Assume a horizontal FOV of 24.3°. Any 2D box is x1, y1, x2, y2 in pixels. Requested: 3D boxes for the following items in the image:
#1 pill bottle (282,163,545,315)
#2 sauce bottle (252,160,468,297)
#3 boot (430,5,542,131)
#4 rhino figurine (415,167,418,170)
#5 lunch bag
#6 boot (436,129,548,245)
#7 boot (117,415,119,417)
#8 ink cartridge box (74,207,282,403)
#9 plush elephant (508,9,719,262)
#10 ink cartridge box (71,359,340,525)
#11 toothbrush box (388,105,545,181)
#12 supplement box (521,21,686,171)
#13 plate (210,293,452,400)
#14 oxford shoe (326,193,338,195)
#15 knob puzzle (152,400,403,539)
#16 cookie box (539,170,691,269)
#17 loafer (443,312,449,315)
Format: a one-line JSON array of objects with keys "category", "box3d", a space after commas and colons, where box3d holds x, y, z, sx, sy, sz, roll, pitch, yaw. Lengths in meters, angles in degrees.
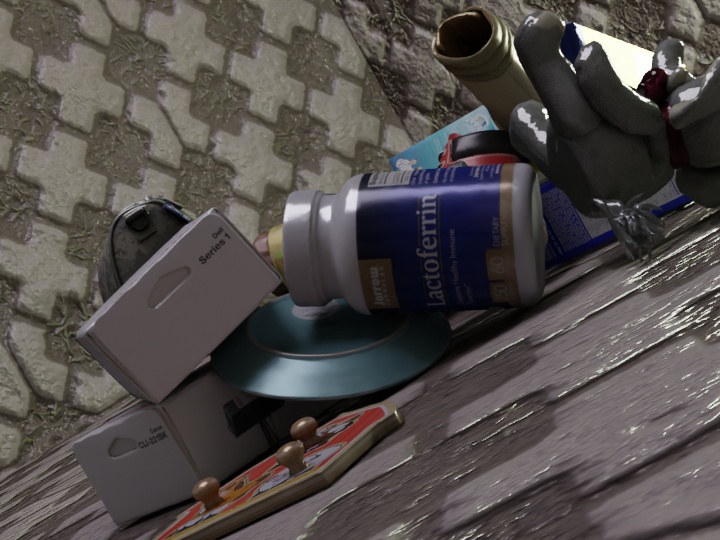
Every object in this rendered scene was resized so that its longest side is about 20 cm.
[{"category": "pill bottle", "box3d": [0.044, -0.023, 1.337, 0.199, 0.116, 0.116, -4, 8, 12]}, {"category": "sauce bottle", "box3d": [0.005, -0.038, 1.433, 0.200, 0.066, 0.066, -24, 4, 20]}, {"category": "boot", "box3d": [0.125, -0.179, 1.527, 0.073, 0.155, 0.200, -47, 24, 6]}, {"category": "rhino figurine", "box3d": [0.086, -0.046, 1.606, 0.088, 0.060, 0.200, -51, 40, -11]}, {"category": "lunch bag", "box3d": [-0.200, 0.017, 1.710, 0.139, 0.168, 0.200, -33, 1, -14]}, {"category": "boot", "box3d": [0.060, -0.047, 1.500, 0.200, 0.145, 0.072, -23, -40, 12]}, {"category": "boot", "box3d": [-0.173, 0.143, 1.703, 0.168, 0.077, 0.200, -26, 8, -7]}, {"category": "ink cartridge box", "box3d": [-0.156, 0.032, 1.386, 0.145, 0.084, 0.200, -45, 7, -11]}, {"category": "plush elephant", "box3d": [0.221, -0.115, 1.267, 0.155, 0.200, 0.165, -26, -32, -11]}, {"category": "ink cartridge box", "box3d": [-0.124, 0.124, 1.423, 0.144, 0.084, 0.200, -26, 3, 46]}, {"category": "toothbrush box", "box3d": [0.156, -0.111, 1.844, 0.200, 0.085, 0.146, -29, -33, 15]}, {"category": "supplement box", "box3d": [0.244, -0.159, 1.689, 0.200, 0.109, 0.109, 11, -29, -44]}, {"category": "plate", "box3d": [-0.025, 0.050, 1.366, 0.199, 0.026, 0.200, -6, 24, 3]}, {"category": "oxford shoe", "box3d": [0.000, 0.000, 1.604, 0.071, 0.071, 0.200, 9, 24, -18]}, {"category": "knob puzzle", "box3d": [-0.056, 0.130, 1.153, 0.219, 0.031, 0.220, -30, 2, 1]}, {"category": "cookie box", "box3d": [0.258, -0.093, 1.507, 0.200, 0.075, 0.171, -28, 4, 40]}, {"category": "loafer", "box3d": [0.087, 0.005, 1.648, 0.200, 0.063, 0.072, -29, 4, 5]}]
